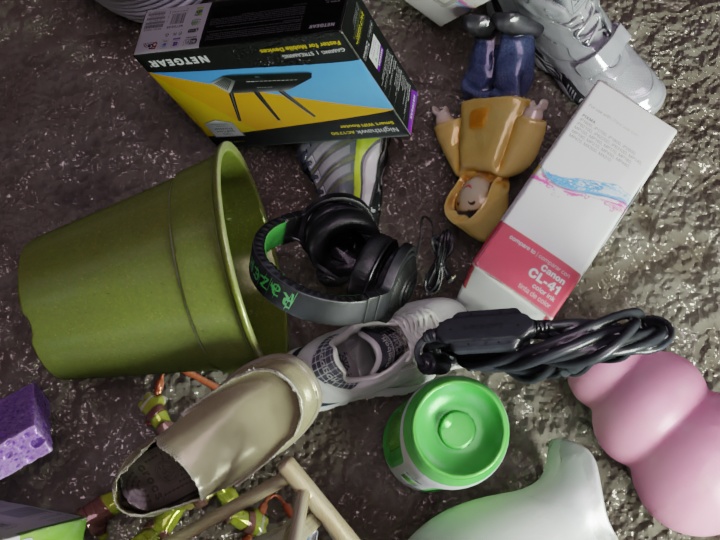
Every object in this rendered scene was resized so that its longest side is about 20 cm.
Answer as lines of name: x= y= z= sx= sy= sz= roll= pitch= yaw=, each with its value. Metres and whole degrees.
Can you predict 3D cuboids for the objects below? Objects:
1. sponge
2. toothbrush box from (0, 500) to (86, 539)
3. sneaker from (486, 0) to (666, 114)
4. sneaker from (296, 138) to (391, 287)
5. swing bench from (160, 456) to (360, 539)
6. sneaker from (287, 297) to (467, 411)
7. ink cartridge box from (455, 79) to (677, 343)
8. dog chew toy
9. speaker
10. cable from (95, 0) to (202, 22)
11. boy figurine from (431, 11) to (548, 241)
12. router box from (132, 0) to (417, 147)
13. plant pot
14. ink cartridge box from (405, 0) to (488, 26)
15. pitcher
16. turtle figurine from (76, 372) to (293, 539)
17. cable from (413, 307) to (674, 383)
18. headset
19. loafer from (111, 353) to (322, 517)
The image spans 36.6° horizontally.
sponge: x=-0.349 y=0.168 z=0.892 sx=0.199 sy=0.112 sz=0.030 roll=-31 pitch=111 yaw=-9
toothbrush box: x=-0.292 y=0.289 z=0.831 sx=0.085 sy=0.146 sz=0.202 roll=9 pitch=85 yaw=12
sneaker: x=0.208 y=-0.221 z=1.009 sx=0.199 sy=0.115 sz=0.075 roll=39 pitch=78 yaw=5
sneaker: x=-0.020 y=-0.082 z=0.996 sx=0.080 sy=0.074 sz=0.202 roll=7 pitch=72 yaw=9
swing bench: x=-0.060 y=0.277 z=0.820 sx=0.200 sy=0.198 sz=0.130 roll=41 pitch=35 yaw=-24
sneaker: x=0.031 y=0.065 z=0.924 sx=0.199 sy=0.080 sz=0.077 roll=-21 pitch=78 yaw=-38
ink cartridge box: x=0.176 y=-0.044 z=0.950 sx=0.085 sy=0.148 sz=0.201 roll=36 pitch=79 yaw=9
dog chew toy: x=0.258 y=0.129 z=0.939 sx=0.124 sy=0.125 sz=0.200 roll=-41 pitch=75 yaw=-11
speaker: x=0.065 y=0.135 z=0.879 sx=0.087 sy=0.200 sz=0.089 roll=1 pitch=77 yaw=-4
cable: x=-0.192 y=-0.331 z=0.990 sx=0.200 sy=0.069 sz=0.200 roll=-47 pitch=62 yaw=14
boy figurine: x=0.113 y=-0.129 z=0.995 sx=0.124 sy=0.064 sz=0.202 roll=11 pitch=92 yaw=41
router box: x=-0.069 y=-0.167 z=0.922 sx=0.198 sy=0.149 sz=0.052 roll=0 pitch=64 yaw=27
plant pot: x=-0.175 y=0.013 z=0.913 sx=0.188 sy=0.200 sz=0.202 roll=-14 pitch=79 yaw=6
ink cartridge box: x=0.099 y=-0.301 z=0.995 sx=0.067 sy=0.200 sz=0.117 roll=31 pitch=77 yaw=-20
pitcher: x=0.133 y=0.263 z=0.905 sx=0.199 sy=0.121 sz=0.173 roll=-29 pitch=89 yaw=-21
turtle figurine: x=-0.147 y=0.191 z=0.922 sx=0.161 sy=0.064 sz=0.200 roll=-39 pitch=83 yaw=-11
cable: x=0.149 y=0.066 z=0.861 sx=0.198 sy=0.163 sz=0.051 roll=-7 pitch=73 yaw=21
headset: x=0.000 y=0.000 z=0.894 sx=0.199 sy=0.095 sz=0.123 roll=-15 pitch=43 yaw=-36
loafer: x=-0.113 y=0.137 z=0.833 sx=0.199 sy=0.068 sz=0.076 roll=-37 pitch=95 yaw=20
